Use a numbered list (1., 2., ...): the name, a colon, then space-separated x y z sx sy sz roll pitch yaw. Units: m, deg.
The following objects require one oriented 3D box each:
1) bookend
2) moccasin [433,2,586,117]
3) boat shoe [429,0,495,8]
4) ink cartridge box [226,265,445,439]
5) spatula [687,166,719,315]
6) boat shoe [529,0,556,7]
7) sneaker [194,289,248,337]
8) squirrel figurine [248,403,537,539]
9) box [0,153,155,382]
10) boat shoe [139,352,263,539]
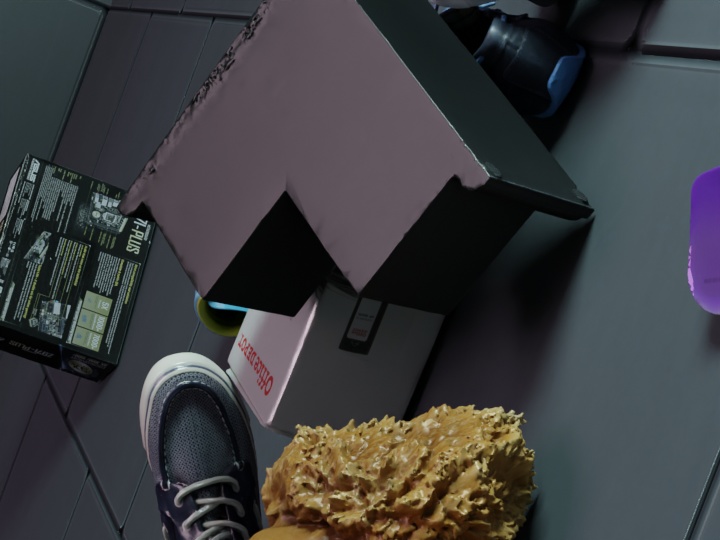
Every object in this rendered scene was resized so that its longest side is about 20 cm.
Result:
1. bookend: -0.010 -0.036 1.018 0.199 0.092 0.200 -52 52 22
2. moccasin: 0.069 -0.135 1.113 0.081 0.068 0.200 -65 18 -8
3. boat shoe: 0.082 -0.189 1.025 0.199 0.068 0.074 17 67 53
4. ink cartridge box: 0.000 0.000 1.157 0.201 0.084 0.146 -68 17 7
5. spatula: 0.175 -0.077 0.800 0.056 0.020 0.201 -11 57 56
6. boat shoe: 0.106 -0.263 1.112 0.071 0.090 0.202 166 123 -70
7. sneaker: -0.078 -0.035 1.461 0.131 0.079 0.201 -96 21 -59
8. squirrel figurine: 0.015 0.149 0.865 0.186 0.141 0.201 -27 48 57
9. box: -0.329 -0.002 2.060 0.086 0.163 0.201 144 142 -61
10. boat shoe: -0.091 0.157 1.196 0.093 0.074 0.201 -123 19 -64
